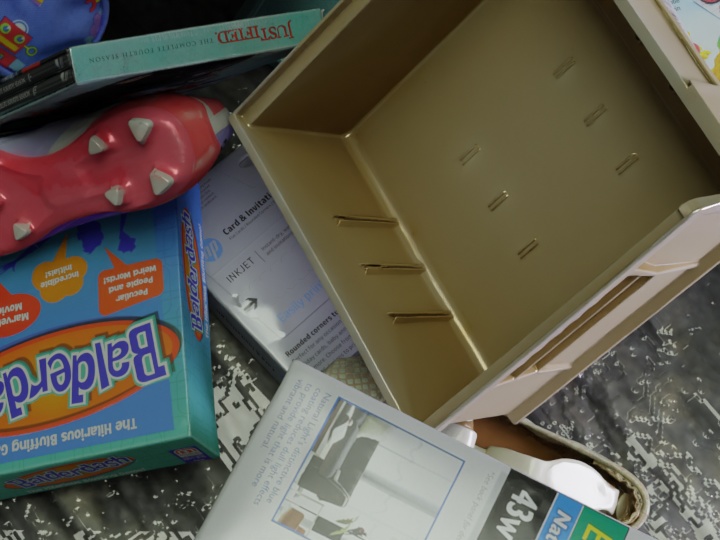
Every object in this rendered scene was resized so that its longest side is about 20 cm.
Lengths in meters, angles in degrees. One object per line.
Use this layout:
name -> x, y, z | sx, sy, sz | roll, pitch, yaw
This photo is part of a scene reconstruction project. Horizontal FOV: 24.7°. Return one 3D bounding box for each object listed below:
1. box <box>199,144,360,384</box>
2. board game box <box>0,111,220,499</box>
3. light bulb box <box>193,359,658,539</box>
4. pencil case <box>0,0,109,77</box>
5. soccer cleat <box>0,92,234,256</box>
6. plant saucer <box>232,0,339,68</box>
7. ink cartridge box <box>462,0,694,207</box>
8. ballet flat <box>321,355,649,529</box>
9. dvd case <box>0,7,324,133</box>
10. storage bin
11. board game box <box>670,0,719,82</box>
box -> 0.000, 0.000, 0.939 | 0.156, 0.041, 0.200 | -41, 75, -18
board game box -> -0.159, 0.015, 0.895 | 0.151, 0.045, 0.202 | -13, 66, 12
light bulb box -> 0.028, 0.166, 0.781 | 0.199, 0.199, 0.125 | 26, 69, 9
pencil case -> -0.220, -0.186, 0.949 | 0.200, 0.078, 0.087 | 43, 111, 40
soccer cleat -> -0.160, -0.052, 0.870 | 0.199, 0.076, 0.067 | -11, 102, 28
plant saucer -> 0.001, -0.204, 0.977 | 0.070, 0.019, 0.201 | 33, 100, -6
ink cartridge box -> 0.073, -0.099, 0.875 | 0.199, 0.050, 0.162 | -33, 71, 22
ballet flat -> 0.063, 0.092, 0.858 | 0.199, 0.062, 0.068 | 19, 82, -16
dvd case -> -0.128, -0.102, 0.876 | 0.145, 0.199, 0.022 | -15, 95, -34
storage bin -> 0.068, -0.055, 0.799 | 0.093, 0.198, 0.201 | 1, 53, -53
board game box -> 0.183, -0.135, 0.921 | 0.104, 0.103, 0.201 | -15, 76, -7
